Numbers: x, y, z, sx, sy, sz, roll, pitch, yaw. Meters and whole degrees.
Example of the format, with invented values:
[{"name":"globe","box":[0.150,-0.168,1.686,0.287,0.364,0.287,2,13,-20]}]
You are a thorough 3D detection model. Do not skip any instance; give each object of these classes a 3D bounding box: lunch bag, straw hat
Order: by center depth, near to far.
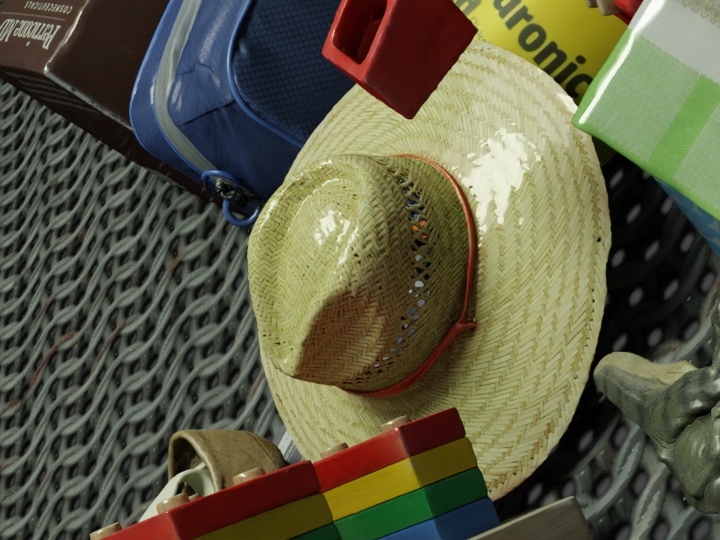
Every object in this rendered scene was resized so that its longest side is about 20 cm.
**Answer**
[{"name":"straw hat","box":[0.000,0.000,0.899,0.201,0.085,0.202,-4,83,40]},{"name":"lunch bag","box":[-0.025,-0.114,1.150,0.132,0.136,0.201,-11,51,59]}]

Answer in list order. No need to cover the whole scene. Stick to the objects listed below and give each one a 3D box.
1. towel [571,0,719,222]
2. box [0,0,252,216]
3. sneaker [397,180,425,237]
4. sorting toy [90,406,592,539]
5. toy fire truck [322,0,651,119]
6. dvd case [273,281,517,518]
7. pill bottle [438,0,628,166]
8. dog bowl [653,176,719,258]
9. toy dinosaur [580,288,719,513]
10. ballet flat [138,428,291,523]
[{"name":"towel","box":[0.185,-0.095,0.777,0.200,0.149,0.031,-56,-20,6]},{"name":"box","box":[-0.088,-0.160,1.286,0.200,0.164,0.166,-60,25,-6]},{"name":"sneaker","box":[0.057,-0.114,1.070,0.075,0.078,0.201,-2,59,60]},{"name":"sorting toy","box":[-0.054,0.119,0.832,0.199,0.200,0.070,-27,82,44]},{"name":"toy fire truck","box":[0.094,-0.123,0.819,0.200,0.141,0.049,-56,25,3]},{"name":"dvd case","box":[0.016,0.074,0.998,0.149,0.016,0.200,-62,25,-8]},{"name":"pill bottle","box":[0.107,-0.120,0.948,0.200,0.111,0.112,-42,29,30]},{"name":"dog bowl","box":[0.184,-0.093,0.848,0.200,0.050,0.112,-49,26,16]},{"name":"toy dinosaur","box":[0.129,0.040,0.802,0.088,0.047,0.200,-61,21,7]},{"name":"ballet flat","box":[-0.077,0.156,0.984,0.068,0.072,0.201,-30,42,49]}]
